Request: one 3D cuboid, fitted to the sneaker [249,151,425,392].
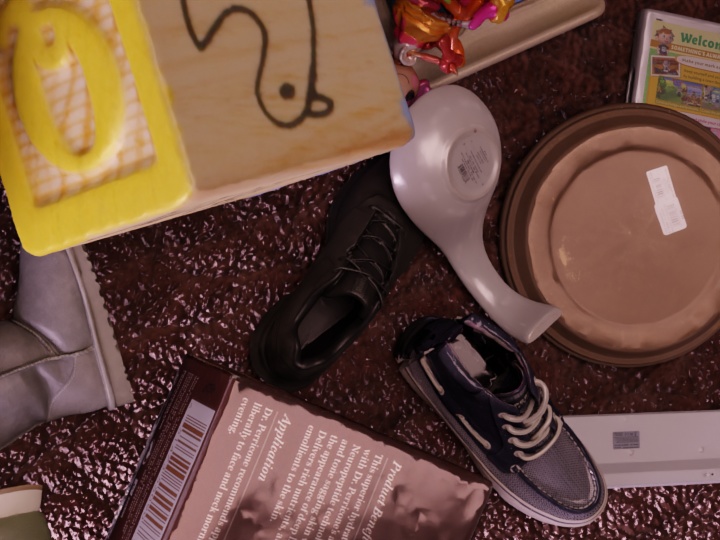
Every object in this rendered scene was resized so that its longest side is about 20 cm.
[{"bbox_3d":[0.000,0.000,1.534,0.076,0.091,0.200,32,78,-12],"label":"sneaker"}]

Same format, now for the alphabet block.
[{"bbox_3d":[-0.119,-0.135,1.412,0.200,0.196,0.195,-19,91,-43],"label":"alphabet block"}]

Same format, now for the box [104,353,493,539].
[{"bbox_3d":[-0.048,0.173,1.468,0.200,0.164,0.166,25,85,-15],"label":"box"}]

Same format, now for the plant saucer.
[{"bbox_3d":[0.203,-0.025,1.610,0.200,0.029,0.200,0,94,-7],"label":"plant saucer"}]

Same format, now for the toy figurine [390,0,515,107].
[{"bbox_3d":[0.019,-0.170,1.525,0.200,0.150,0.184,15,114,-28],"label":"toy figurine"}]

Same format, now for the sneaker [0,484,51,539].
[{"bbox_3d":[-0.300,0.207,1.442,0.200,0.067,0.090,-12,86,-21],"label":"sneaker"}]

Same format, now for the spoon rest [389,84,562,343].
[{"bbox_3d":[0.079,-0.040,1.550,0.099,0.061,0.200,-40,118,-28],"label":"spoon rest"}]

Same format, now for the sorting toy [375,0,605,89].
[{"bbox_3d":[0.072,-0.250,1.594,0.185,0.036,0.200,-25,95,-17],"label":"sorting toy"}]

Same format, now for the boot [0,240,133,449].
[{"bbox_3d":[-0.271,0.051,1.466,0.200,0.073,0.182,-18,91,-11],"label":"boot"}]

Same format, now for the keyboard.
[{"bbox_3d":[0.201,0.136,1.636,0.200,0.011,0.056,-1,83,-18],"label":"keyboard"}]

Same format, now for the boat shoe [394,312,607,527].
[{"bbox_3d":[0.113,0.110,1.557,0.200,0.093,0.075,42,73,-8],"label":"boat shoe"}]

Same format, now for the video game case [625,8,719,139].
[{"bbox_3d":[0.295,-0.094,1.666,0.200,0.022,0.182,10,85,-16],"label":"video game case"}]
